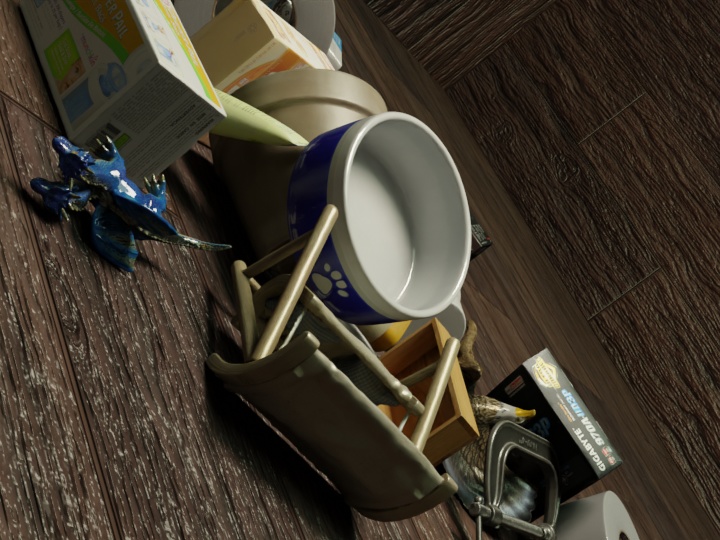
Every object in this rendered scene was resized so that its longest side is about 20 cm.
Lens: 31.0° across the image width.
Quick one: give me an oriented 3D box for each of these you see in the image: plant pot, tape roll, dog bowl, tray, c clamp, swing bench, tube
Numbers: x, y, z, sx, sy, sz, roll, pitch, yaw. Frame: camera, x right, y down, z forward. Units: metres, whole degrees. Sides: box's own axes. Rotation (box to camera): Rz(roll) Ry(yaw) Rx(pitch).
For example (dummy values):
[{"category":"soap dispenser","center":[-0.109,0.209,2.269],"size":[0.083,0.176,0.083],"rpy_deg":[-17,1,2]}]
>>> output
[{"category":"plant pot","center":[-0.055,-0.084,1.376],"size":[0.200,0.198,0.175],"rpy_deg":[36,37,-51]},{"category":"tape roll","center":[0.296,0.369,1.543],"size":[0.201,0.065,0.202],"rpy_deg":[53,26,-39]},{"category":"dog bowl","center":[0.021,-0.049,1.273],"size":[0.199,0.078,0.203],"rpy_deg":[15,70,-48]},{"category":"tape roll","center":[-0.131,-0.319,1.598],"size":[0.201,0.200,0.066],"rpy_deg":[47,13,-23]},{"category":"tray","center":[0.062,0.136,1.364],"size":[0.037,0.098,0.201],"rpy_deg":[48,14,-22]},{"category":"c clamp","center":[0.171,0.255,1.419],"size":[0.199,0.027,0.173],"rpy_deg":[22,64,-51]},{"category":"swing bench","center":[-0.021,0.091,1.121],"size":[0.199,0.129,0.201],"rpy_deg":[48,27,-25]},{"category":"tube","center":[-0.144,-0.155,1.278],"size":[0.198,0.052,0.058],"rpy_deg":[20,50,7]}]

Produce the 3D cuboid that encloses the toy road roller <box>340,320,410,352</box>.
[{"category":"toy road roller","center":[0.000,0.000,1.519],"size":[0.123,0.145,0.201],"rpy_deg":[46,51,-18]}]

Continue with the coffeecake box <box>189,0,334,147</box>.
[{"category":"coffeecake box","center":[-0.124,-0.208,1.474],"size":[0.074,0.153,0.200],"rpy_deg":[59,14,22]}]

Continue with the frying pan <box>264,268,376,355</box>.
[{"category":"frying pan","center":[-0.035,0.072,1.340],"size":[0.189,0.031,0.116],"rpy_deg":[27,29,-56]}]

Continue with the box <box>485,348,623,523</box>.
[{"category":"box","center":[0.213,0.204,1.566],"size":[0.160,0.046,0.200],"rpy_deg":[57,-29,12]}]

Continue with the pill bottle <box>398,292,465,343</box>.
[{"category":"pill bottle","center":[0.062,0.014,1.647],"size":[0.114,0.114,0.201],"rpy_deg":[44,17,-36]}]

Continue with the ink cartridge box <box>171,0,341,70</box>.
[{"category":"ink cartridge box","center":[-0.140,-0.322,1.728],"size":[0.200,0.145,0.147],"rpy_deg":[49,14,-18]}]

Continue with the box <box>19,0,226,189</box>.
[{"category":"box","center":[-0.221,-0.196,1.193],"size":[0.101,0.112,0.201],"rpy_deg":[36,20,-51]}]

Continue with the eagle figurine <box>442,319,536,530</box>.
[{"category":"eagle figurine","center":[0.132,0.184,1.496],"size":[0.151,0.150,0.203],"rpy_deg":[-29,121,-40]}]

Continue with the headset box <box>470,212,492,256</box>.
[{"category":"headset box","center":[0.144,-0.105,2.330],"size":[0.201,0.075,0.149],"rpy_deg":[55,13,5]}]

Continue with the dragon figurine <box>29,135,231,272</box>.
[{"category":"dragon figurine","center":[-0.185,-0.042,1.040],"size":[0.200,0.059,0.100],"rpy_deg":[44,16,-34]}]
